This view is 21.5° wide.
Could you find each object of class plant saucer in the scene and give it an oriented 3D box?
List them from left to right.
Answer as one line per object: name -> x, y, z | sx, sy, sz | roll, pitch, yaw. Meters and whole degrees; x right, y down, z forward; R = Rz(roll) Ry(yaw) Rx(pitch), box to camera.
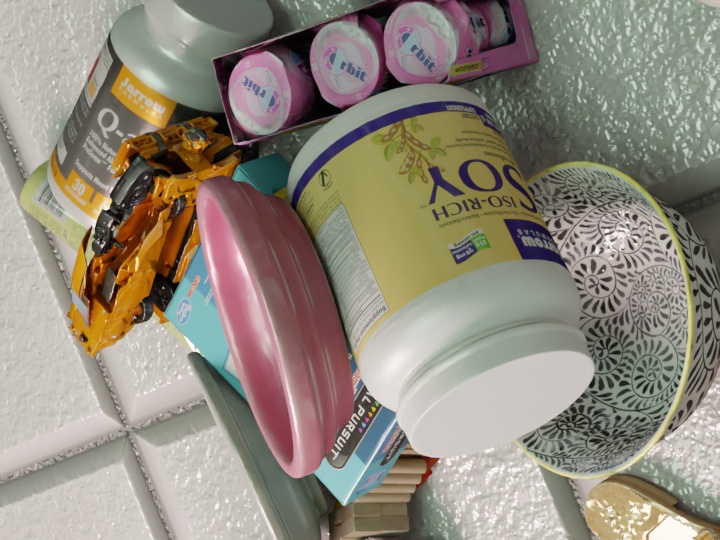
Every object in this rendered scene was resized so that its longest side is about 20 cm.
plant saucer -> -0.068, 0.144, 1.426 | 0.050, 0.200, 0.201 | -26, 86, -6
plant saucer -> -0.052, 0.032, 1.222 | 0.201, 0.051, 0.201 | 162, 90, -78

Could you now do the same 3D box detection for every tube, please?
tube -> -0.187, -0.014, 1.519 | 0.200, 0.052, 0.058 | 37, 163, 19

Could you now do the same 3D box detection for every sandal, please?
sandal -> 0.232, 0.204, 1.257 | 0.211, 0.070, 0.078 | 23, 116, 29

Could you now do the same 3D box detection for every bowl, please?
bowl -> 0.171, 0.031, 1.224 | 0.200, 0.094, 0.202 | 0, 90, 53

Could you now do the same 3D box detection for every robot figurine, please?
robot figurine -> -0.147, -0.030, 1.364 | 0.058, 0.145, 0.200 | 45, 134, 25

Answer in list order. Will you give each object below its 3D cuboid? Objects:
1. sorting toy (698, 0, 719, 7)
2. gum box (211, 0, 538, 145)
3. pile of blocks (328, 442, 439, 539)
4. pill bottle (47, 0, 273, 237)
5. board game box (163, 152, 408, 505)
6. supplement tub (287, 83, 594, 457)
sorting toy -> 0.190, -0.257, 1.130 | 0.180, 0.107, 0.201 | 0, 103, 33
gum box -> 0.013, -0.145, 1.291 | 0.200, 0.113, 0.066 | -13, 95, 37
pile of blocks -> 0.029, 0.117, 1.395 | 0.082, 0.062, 0.200 | 61, 139, 49
pill bottle -> -0.148, -0.126, 1.413 | 0.116, 0.116, 0.200 | 43, 124, 18
board game box -> -0.035, 0.040, 1.328 | 0.200, 0.047, 0.151 | 45, 129, 19
supplement tub -> 0.050, 0.000, 1.186 | 0.145, 0.145, 0.200 | -45, 56, 35
